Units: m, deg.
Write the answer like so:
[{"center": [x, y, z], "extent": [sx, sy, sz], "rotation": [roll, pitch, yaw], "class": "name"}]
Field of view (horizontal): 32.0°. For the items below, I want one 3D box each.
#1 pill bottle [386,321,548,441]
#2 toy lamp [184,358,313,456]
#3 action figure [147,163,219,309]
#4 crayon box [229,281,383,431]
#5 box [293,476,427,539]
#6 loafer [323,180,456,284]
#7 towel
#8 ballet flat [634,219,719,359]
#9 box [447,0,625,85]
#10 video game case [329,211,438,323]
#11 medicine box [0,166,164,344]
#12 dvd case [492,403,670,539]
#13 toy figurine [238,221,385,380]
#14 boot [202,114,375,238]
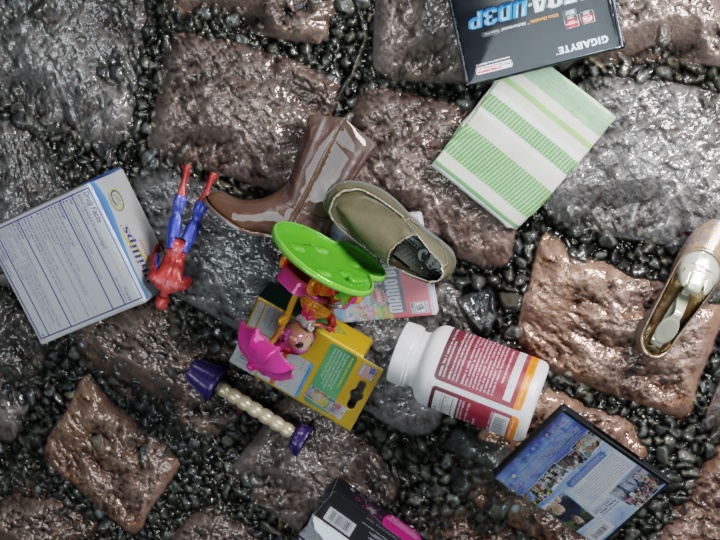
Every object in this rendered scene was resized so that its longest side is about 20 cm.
[{"center": [0.142, 0.141, 1.675], "extent": [0.198, 0.113, 0.114], "rotation": [21, 112, 10], "class": "pill bottle"}, {"center": [-0.163, 0.193, 1.818], "extent": [0.199, 0.058, 0.058], "rotation": [31, 114, 3], "class": "toy lamp"}, {"center": [-0.252, -0.043, 1.761], "extent": [0.065, 0.099, 0.202], "rotation": [17, 88, -8], "class": "action figure"}, {"center": [-0.070, 0.120, 1.754], "extent": [0.199, 0.052, 0.126], "rotation": [30, 123, 4], "class": "crayon box"}, {"center": [0.002, 0.418, 1.797], "extent": [0.199, 0.132, 0.115], "rotation": [34, 112, 4], "class": "box"}, {"center": [0.041, -0.048, 1.639], "extent": [0.199, 0.070, 0.076], "rotation": [31, 104, -6], "class": "loafer"}, {"center": [0.204, -0.167, 1.606], "extent": [0.152, 0.023, 0.200], "rotation": [39, 113, 1], "class": "towel"}, {"center": [0.410, 0.031, 1.581], "extent": [0.068, 0.067, 0.201], "rotation": [26, 113, 7], "class": "ballet flat"}, {"center": [0.209, -0.325, 1.527], "extent": [0.198, 0.046, 0.161], "rotation": [-11, 94, 20], "class": "box"}, {"center": [0.000, 0.000, 1.724], "extent": [0.198, 0.017, 0.144], "rotation": [-6, 106, 19], "class": "video game case"}, {"center": [-0.400, -0.021, 1.794], "extent": [0.199, 0.103, 0.183], "rotation": [-21, 101, 21], "class": "medicine box"}, {"center": [0.297, 0.277, 1.686], "extent": [0.199, 0.018, 0.143], "rotation": [35, 113, -18], "class": "dvd case"}, {"center": [-0.079, 0.055, 1.636], "extent": [0.150, 0.199, 0.185], "rotation": [42, 110, 25], "class": "toy figurine"}, {"center": [-0.095, -0.135, 1.679], "extent": [0.185, 0.064, 0.201], "rotation": [25, 109, -1], "class": "boot"}]
